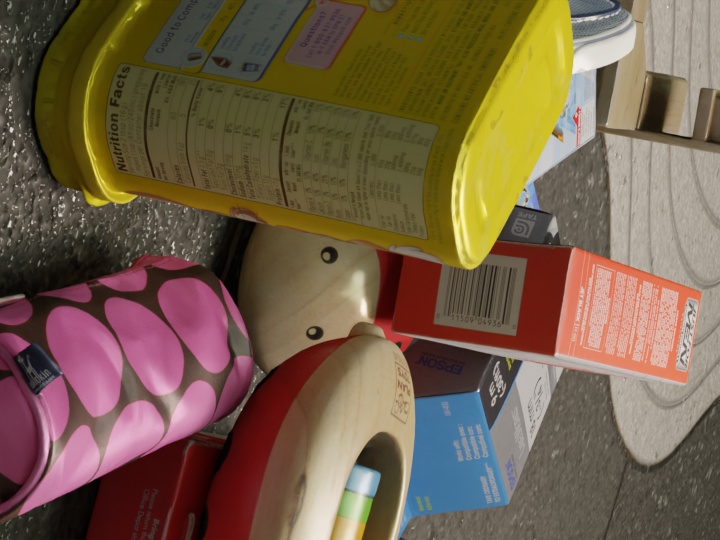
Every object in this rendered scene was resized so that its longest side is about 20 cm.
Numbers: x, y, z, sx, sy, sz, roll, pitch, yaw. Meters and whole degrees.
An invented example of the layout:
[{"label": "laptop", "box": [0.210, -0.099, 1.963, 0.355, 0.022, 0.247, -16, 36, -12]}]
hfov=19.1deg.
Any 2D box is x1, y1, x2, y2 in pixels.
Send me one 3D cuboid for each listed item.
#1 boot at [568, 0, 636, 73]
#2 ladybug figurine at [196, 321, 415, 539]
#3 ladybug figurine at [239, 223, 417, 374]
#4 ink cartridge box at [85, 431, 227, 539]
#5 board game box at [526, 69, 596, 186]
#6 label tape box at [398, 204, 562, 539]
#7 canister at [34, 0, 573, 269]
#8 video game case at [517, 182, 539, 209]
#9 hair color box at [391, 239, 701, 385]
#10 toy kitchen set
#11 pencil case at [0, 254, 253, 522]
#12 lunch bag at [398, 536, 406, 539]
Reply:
[{"label": "boot", "box": [0.066, -0.157, 1.186, 0.200, 0.073, 0.090, -8, 114, -24]}, {"label": "ladybug figurine", "box": [-0.030, 0.120, 1.040, 0.136, 0.072, 0.200, 42, 63, -64]}, {"label": "ladybug figurine", "box": [0.000, 0.000, 1.206, 0.200, 0.072, 0.136, -22, 122, -64]}, {"label": "ink cartridge box", "box": [-0.086, 0.141, 1.102, 0.200, 0.067, 0.116, 25, 78, -68]}, {"label": "board game box", "box": [0.095, -0.154, 1.333, 0.199, 0.041, 0.200, -34, 128, -57]}, {"label": "label tape box", "box": [0.068, 0.077, 1.332, 0.144, 0.063, 0.200, 72, 38, -54]}, {"label": "canister", "box": [-0.021, -0.082, 0.950, 0.087, 0.200, 0.149, 78, 33, -46]}, {"label": "video game case", "box": [0.077, 0.028, 1.472, 0.200, 0.045, 0.181, 69, 39, -55]}, {"label": "hair color box", "box": [0.109, 0.023, 1.202, 0.200, 0.101, 0.061, 16, 83, -62]}, {"label": "toy kitchen set", "box": [0.226, -0.182, 1.556, 0.200, 0.163, 0.181, -5, 107, -68]}, {"label": "pencil case", "box": [-0.122, 0.044, 0.942, 0.094, 0.091, 0.200, 67, 23, 2]}, {"label": "lunch bag", "box": [0.017, 0.296, 1.391, 0.200, 0.117, 0.164, 87, 26, -49]}]
